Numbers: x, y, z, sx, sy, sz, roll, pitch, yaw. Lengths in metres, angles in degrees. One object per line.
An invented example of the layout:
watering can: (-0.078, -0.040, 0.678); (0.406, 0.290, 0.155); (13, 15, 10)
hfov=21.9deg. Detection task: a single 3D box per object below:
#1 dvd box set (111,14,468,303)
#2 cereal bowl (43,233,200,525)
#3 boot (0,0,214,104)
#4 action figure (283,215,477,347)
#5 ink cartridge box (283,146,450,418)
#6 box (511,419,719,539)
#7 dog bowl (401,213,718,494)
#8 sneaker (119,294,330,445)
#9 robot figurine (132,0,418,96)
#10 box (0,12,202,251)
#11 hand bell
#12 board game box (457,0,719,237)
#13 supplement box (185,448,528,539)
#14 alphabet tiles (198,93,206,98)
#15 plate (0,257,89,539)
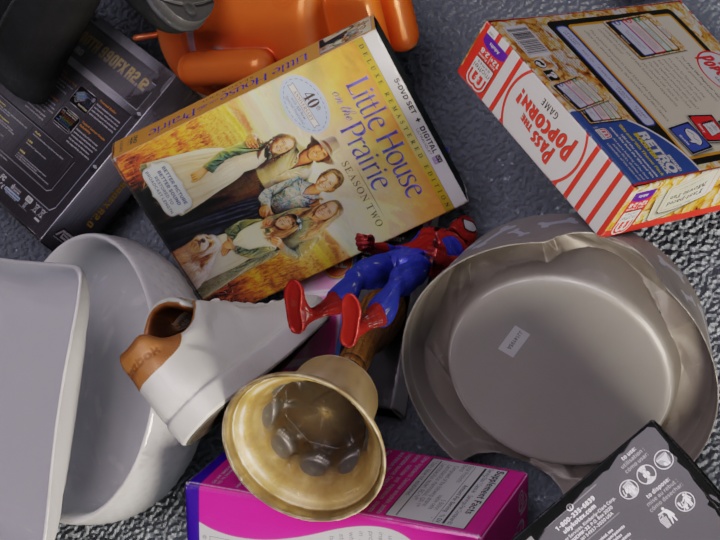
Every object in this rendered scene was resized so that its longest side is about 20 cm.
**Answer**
dvd box set: (-0.046, -0.066, 1.256); (0.199, 0.147, 0.029); (-24, 28, 10)
cereal bowl: (-0.165, 0.078, 1.293); (0.200, 0.083, 0.201); (-14, 71, 47)
boot: (-0.196, -0.181, 1.302); (0.200, 0.065, 0.165); (-43, 66, 38)
action figure: (0.027, -0.002, 1.209); (0.065, 0.200, 0.052); (8, 107, 28)
ink cartridge box: (0.000, 0.000, 1.308); (0.094, 0.037, 0.201); (5, 73, 21)
box: (0.171, 0.197, 1.092); (0.148, 0.200, 0.124); (-40, 65, 3)
dog bowl: (0.128, 0.053, 1.172); (0.199, 0.201, 0.059); (-1, 30, 19)
sneaker: (-0.084, 0.038, 1.197); (0.085, 0.200, 0.073); (44, 115, 7)
robot figurine: (-0.058, -0.177, 1.308); (0.199, 0.117, 0.145); (4, 73, 31)
box: (-0.236, -0.123, 1.408); (0.200, 0.048, 0.159); (38, 87, 33)
hand bell: (-0.004, 0.061, 1.187); (0.104, 0.200, 0.105); (9, 120, 16)
board game box: (0.182, -0.103, 1.195); (0.152, 0.199, 0.046); (53, 132, 26)
supplement box: (-0.001, 0.177, 1.194); (0.199, 0.103, 0.102); (9, 111, 22)
alphabet tiles: (-0.056, -0.120, 1.355); (0.200, 0.015, 0.196); (28, 80, 35)
plate: (-0.249, 0.091, 1.302); (0.199, 0.032, 0.201); (6, 87, 50)
